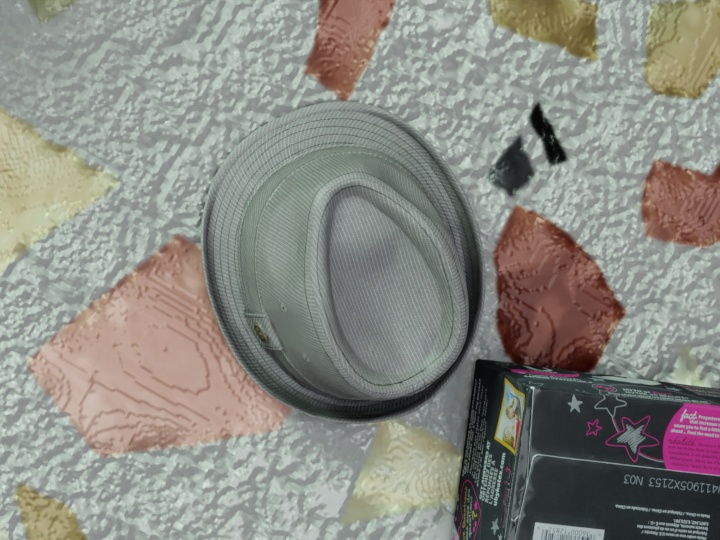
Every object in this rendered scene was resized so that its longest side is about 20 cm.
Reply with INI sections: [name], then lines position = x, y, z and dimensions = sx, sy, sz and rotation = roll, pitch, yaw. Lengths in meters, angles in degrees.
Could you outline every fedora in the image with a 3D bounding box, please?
[fedora]
position = 0.000, 0.000, 1.379
dimensions = 0.176, 0.090, 0.202
rotation = -18, 100, -14

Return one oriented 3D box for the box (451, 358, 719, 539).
[box]
position = 0.170, 0.137, 1.429
dimensions = 0.198, 0.115, 0.133
rotation = 7, 95, -15
